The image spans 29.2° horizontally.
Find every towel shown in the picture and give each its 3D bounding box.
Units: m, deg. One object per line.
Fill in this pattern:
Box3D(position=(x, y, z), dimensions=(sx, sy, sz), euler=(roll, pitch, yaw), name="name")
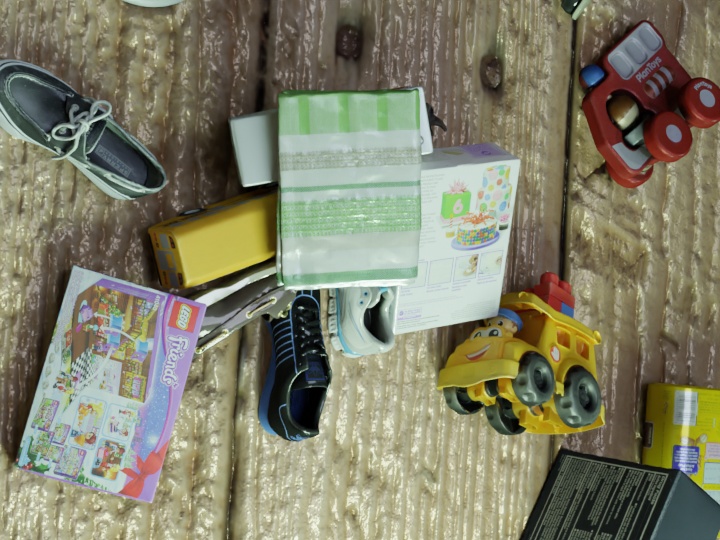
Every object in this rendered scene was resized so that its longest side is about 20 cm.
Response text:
Box3D(position=(-0.012, -0.082, 1.383), dimensions=(0.148, 0.031, 0.201), euler=(-2, 106, -11), name="towel")

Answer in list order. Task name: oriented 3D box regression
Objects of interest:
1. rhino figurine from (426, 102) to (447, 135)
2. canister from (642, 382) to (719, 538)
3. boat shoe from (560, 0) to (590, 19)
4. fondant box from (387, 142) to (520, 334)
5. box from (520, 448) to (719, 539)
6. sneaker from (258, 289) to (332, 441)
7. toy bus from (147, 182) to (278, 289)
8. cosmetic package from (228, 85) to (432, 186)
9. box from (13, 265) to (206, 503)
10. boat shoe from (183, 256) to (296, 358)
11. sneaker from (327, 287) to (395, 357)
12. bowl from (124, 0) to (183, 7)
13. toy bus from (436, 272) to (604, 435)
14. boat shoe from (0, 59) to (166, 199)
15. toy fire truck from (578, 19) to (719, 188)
Box3D(position=(0.016, -0.149, 1.545), dimensions=(0.199, 0.060, 0.088), euler=(-11, 102, -34), name="rhino figurine")
Box3D(position=(0.447, 0.258, 1.883), dimensions=(0.148, 0.086, 0.202), euler=(9, 85, -38), name="canister")
Box3D(position=(0.302, -0.417, 1.768), dimensions=(0.063, 0.074, 0.202), euler=(26, 84, 1), name="boat shoe")
Box3D(position=(0.094, -0.037, 1.557), dimensions=(0.143, 0.058, 0.201), euler=(-8, 120, -27), name="fondant box")
Box3D(position=(0.314, 0.346, 1.710), dimensions=(0.123, 0.198, 0.201), euler=(39, 69, -32), name="box")
Box3D(position=(-0.061, 0.083, 1.483), dimensions=(0.070, 0.078, 0.202), euler=(4, 89, -37), name="sneaker")
Box3D(position=(-0.123, -0.042, 1.431), dimensions=(0.199, 0.078, 0.066), euler=(-21, 104, -36), name="toy bus")
Box3D(position=(-0.033, -0.141, 1.430), dimensions=(0.199, 0.101, 0.072), euler=(-11, 98, -6), name="cosmetic package")
Box3D(position=(-0.241, 0.111, 1.336), dimensions=(0.136, 0.039, 0.201), euler=(17, 80, -11), name="box")
Box3D(position=(-0.109, 0.028, 1.435), dimensions=(0.199, 0.072, 0.060), euler=(-26, 100, -22), name="boat shoe")
Box3D(position=(0.000, 0.000, 1.525), dimensions=(0.075, 0.086, 0.201), euler=(-23, 104, -34), name="sneaker")
Box3D(position=(-0.192, -0.365, 1.361), dimensions=(0.200, 0.090, 0.203), euler=(-2, 93, -38), name="bowl")
Box3D(position=(0.200, 0.089, 1.659), dimensions=(0.199, 0.135, 0.193), euler=(26, 64, -40), name="toy bus")
Box3D(position=(-0.270, -0.133, 1.319), dimensions=(0.199, 0.068, 0.074), euler=(44, 66, -30), name="boat shoe")
Box3D(position=(0.364, -0.217, 1.805), dimensions=(0.168, 0.112, 0.200), euler=(49, 60, -1), name="toy fire truck")
